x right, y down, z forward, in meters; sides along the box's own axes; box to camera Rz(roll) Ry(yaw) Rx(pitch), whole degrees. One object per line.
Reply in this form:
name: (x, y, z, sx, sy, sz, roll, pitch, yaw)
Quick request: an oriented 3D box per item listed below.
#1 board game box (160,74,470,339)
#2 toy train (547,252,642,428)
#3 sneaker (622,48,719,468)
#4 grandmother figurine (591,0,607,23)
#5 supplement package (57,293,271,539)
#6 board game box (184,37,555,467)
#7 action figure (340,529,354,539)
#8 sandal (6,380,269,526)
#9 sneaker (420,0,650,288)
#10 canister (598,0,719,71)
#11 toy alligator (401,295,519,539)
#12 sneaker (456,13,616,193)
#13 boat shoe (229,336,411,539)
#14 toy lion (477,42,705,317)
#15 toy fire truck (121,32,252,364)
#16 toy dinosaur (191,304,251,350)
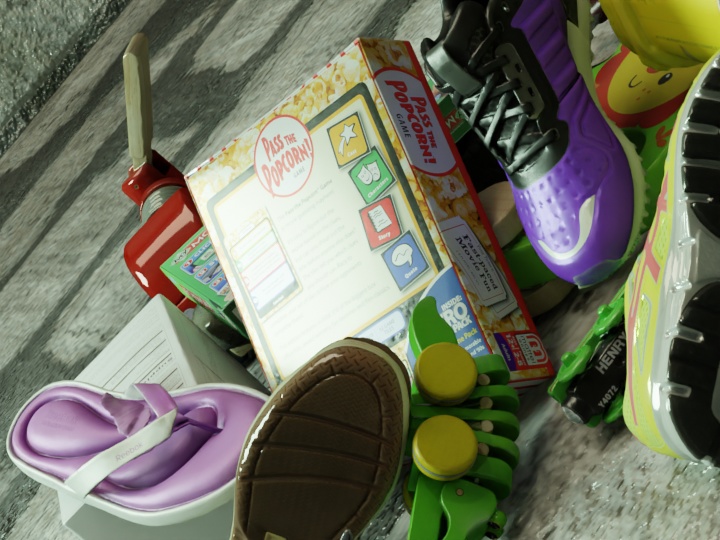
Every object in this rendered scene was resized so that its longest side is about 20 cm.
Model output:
board game box: (-0.027, -0.048, 1.301, 0.200, 0.029, 0.135, -44, 22, -8)
toy train: (0.154, -0.007, 0.996, 0.200, 0.042, 0.056, -51, 8, -11)
sneaker: (0.150, -0.011, 0.898, 0.090, 0.078, 0.200, 146, 143, -70)
grandmother figurine: (0.174, -0.203, 1.342, 0.121, 0.061, 0.200, -58, 15, -3)
supplement package: (-0.108, 0.111, 1.243, 0.110, 0.114, 0.200, -46, 17, 3)
board game box: (0.000, 0.000, 1.113, 0.151, 0.200, 0.046, -34, -19, 37)
action figure: (-0.022, 0.183, 0.887, 0.200, 0.102, 0.119, -136, 57, -69)
sandal: (-0.127, 0.089, 1.103, 0.202, 0.050, 0.083, -3, 57, 42)
sneaker: (0.074, -0.085, 1.038, 0.070, 0.099, 0.200, -36, 55, 37)
canister: (0.223, -0.152, 0.998, 0.148, 0.087, 0.200, -36, 23, -12)
toy alligator: (0.049, 0.102, 0.985, 0.059, 0.054, 0.200, 99, 174, -58)
sneaker: (0.075, -0.084, 1.325, 0.200, 0.060, 0.104, -29, 26, 35)
boat shoe: (-0.025, 0.108, 1.031, 0.202, 0.075, 0.075, -66, -3, 30)
toy lion: (0.156, -0.084, 1.135, 0.192, 0.069, 0.200, -25, 27, 35)
toy fire truck: (-0.127, -0.050, 1.492, 0.129, 0.200, 0.176, -45, 17, 10)
toy dinosaur: (-0.065, 0.017, 1.350, 0.200, 0.077, 0.102, -13, 7, 31)
